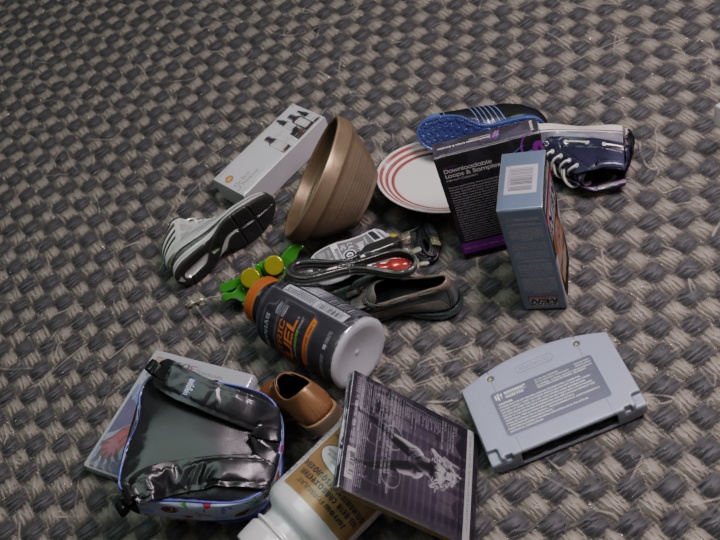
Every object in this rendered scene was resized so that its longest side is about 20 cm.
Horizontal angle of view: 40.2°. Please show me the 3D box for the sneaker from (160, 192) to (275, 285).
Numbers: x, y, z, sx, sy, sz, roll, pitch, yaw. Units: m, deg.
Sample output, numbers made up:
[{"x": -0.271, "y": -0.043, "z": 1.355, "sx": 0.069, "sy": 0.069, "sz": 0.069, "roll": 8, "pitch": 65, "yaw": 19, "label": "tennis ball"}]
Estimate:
[{"x": -0.238, "y": -0.076, "z": 1.567, "sx": 0.200, "sy": 0.076, "sz": 0.115, "roll": -39, "pitch": 50, "yaw": -9, "label": "sneaker"}]

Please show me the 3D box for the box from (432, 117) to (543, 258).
[{"x": 0.189, "y": -0.108, "z": 1.340, "sx": 0.142, "sy": 0.200, "sz": 0.036, "roll": -13, "pitch": 47, "yaw": 10, "label": "box"}]

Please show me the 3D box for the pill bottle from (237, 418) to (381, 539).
[{"x": -0.043, "y": 0.275, "z": 1.167, "sx": 0.200, "sy": 0.115, "sz": 0.114, "roll": -42, "pitch": 49, "yaw": -15, "label": "pill bottle"}]

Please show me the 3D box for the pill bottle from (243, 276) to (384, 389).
[{"x": -0.071, "y": 0.075, "z": 1.353, "sx": 0.200, "sy": 0.106, "sz": 0.106, "roll": 26, "pitch": 64, "yaw": 37, "label": "pill bottle"}]

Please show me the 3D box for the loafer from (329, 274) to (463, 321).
[{"x": 0.042, "y": 0.030, "z": 1.375, "sx": 0.199, "sy": 0.063, "sz": 0.072, "roll": -3, "pitch": 51, "yaw": 19, "label": "loafer"}]

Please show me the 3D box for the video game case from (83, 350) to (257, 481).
[{"x": -0.263, "y": 0.212, "z": 1.369, "sx": 0.181, "sy": 0.023, "sz": 0.201, "roll": 10, "pitch": 56, "yaw": 28, "label": "video game case"}]

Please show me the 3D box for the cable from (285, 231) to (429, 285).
[{"x": 0.000, "y": 0.000, "z": 1.362, "sx": 0.199, "sy": 0.050, "sz": 0.097, "roll": -20, "pitch": 44, "yaw": -12, "label": "cable"}]

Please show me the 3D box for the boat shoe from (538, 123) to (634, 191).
[{"x": 0.295, "y": -0.160, "z": 1.427, "sx": 0.199, "sy": 0.075, "sz": 0.093, "roll": -4, "pitch": 43, "yaw": 17, "label": "boat shoe"}]

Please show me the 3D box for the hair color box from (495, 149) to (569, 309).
[{"x": 0.226, "y": -0.049, "z": 1.275, "sx": 0.060, "sy": 0.200, "sz": 0.099, "roll": -4, "pitch": 50, "yaw": 19, "label": "hair color box"}]

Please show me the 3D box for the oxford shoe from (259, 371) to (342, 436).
[{"x": -0.090, "y": 0.157, "z": 1.271, "sx": 0.071, "sy": 0.071, "sz": 0.200, "roll": -44, "pitch": 17, "yaw": -21, "label": "oxford shoe"}]

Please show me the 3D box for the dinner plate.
[{"x": 0.123, "y": -0.139, "z": 1.490, "sx": 0.199, "sy": 0.024, "sz": 0.201, "roll": -4, "pitch": 40, "yaw": 3, "label": "dinner plate"}]

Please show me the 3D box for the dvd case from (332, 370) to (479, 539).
[{"x": 0.058, "y": 0.220, "z": 1.137, "sx": 0.016, "sy": 0.199, "sz": 0.149, "roll": -36, "pitch": 35, "yaw": 42, "label": "dvd case"}]

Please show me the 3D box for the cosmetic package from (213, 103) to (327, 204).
[{"x": -0.146, "y": -0.190, "z": 1.644, "sx": 0.082, "sy": 0.051, "sz": 0.200, "roll": 26, "pitch": 65, "yaw": 37, "label": "cosmetic package"}]

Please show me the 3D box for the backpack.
[{"x": -0.188, "y": 0.229, "z": 1.228, "sx": 0.189, "sy": 0.154, "sz": 0.201, "roll": 5, "pitch": 62, "yaw": 6, "label": "backpack"}]

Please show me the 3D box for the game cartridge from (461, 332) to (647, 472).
[{"x": 0.233, "y": 0.155, "z": 1.214, "sx": 0.199, "sy": 0.042, "sz": 0.133, "roll": -22, "pitch": 43, "yaw": 3, "label": "game cartridge"}]

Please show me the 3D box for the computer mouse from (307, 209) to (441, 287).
[{"x": 0.018, "y": -0.024, "z": 1.448, "sx": 0.199, "sy": 0.044, "sz": 0.110, "roll": -21, "pitch": 51, "yaw": -4, "label": "computer mouse"}]

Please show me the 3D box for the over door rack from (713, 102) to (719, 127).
[{"x": 0.594, "y": -0.195, "z": 1.334, "sx": 0.199, "sy": 0.067, "sz": 0.148, "roll": -22, "pitch": 43, "yaw": -26, "label": "over door rack"}]

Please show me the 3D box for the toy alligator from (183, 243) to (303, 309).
[{"x": -0.164, "y": 0.027, "z": 1.469, "sx": 0.199, "sy": 0.059, "sz": 0.054, "roll": -29, "pitch": 87, "yaw": -4, "label": "toy alligator"}]

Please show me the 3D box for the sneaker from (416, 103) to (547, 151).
[{"x": 0.187, "y": -0.220, "z": 1.520, "sx": 0.199, "sy": 0.070, "sz": 0.078, "roll": 1, "pitch": 24, "yaw": 7, "label": "sneaker"}]

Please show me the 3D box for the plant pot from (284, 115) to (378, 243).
[{"x": -0.035, "y": -0.124, "z": 1.488, "sx": 0.092, "sy": 0.201, "sz": 0.202, "roll": 23, "pitch": 53, "yaw": -12, "label": "plant pot"}]
